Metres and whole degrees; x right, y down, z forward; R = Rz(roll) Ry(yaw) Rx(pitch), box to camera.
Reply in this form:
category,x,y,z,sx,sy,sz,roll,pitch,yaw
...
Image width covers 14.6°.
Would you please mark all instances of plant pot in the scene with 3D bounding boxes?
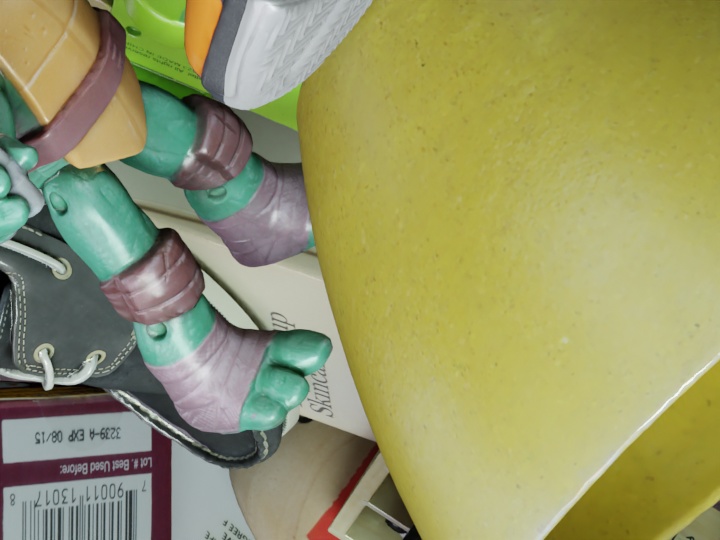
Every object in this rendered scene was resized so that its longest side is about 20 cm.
category,x,y,z,sx,sy,sz,roll,pitch,yaw
plant pot,0.065,-0.021,0.746,0.142,0.200,0.200,50,156,16

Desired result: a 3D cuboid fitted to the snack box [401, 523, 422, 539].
category,x,y,z,sx,sy,sz,roll,pitch,yaw
snack box,0.056,0.132,0.805,0.116,0.037,0.200,36,-177,-2

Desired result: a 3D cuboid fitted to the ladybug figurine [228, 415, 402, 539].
category,x,y,z,sx,sy,sz,roll,pitch,yaw
ladybug figurine,0.045,0.104,1.017,0.200,0.136,0.072,38,118,-2

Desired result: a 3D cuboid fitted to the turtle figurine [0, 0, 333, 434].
category,x,y,z,sx,sy,sz,roll,pitch,yaw
turtle figurine,-0.074,-0.053,0.754,0.100,0.150,0.200,4,145,41

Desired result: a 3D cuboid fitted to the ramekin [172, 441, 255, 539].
category,x,y,z,sx,sy,sz,roll,pitch,yaw
ramekin,-0.059,0.124,1.066,0.094,0.203,0.202,-25,124,40

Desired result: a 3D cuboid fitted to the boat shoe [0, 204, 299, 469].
category,x,y,z,sx,sy,sz,roll,pitch,yaw
boat shoe,-0.103,0.009,0.884,0.200,0.068,0.072,41,146,-27

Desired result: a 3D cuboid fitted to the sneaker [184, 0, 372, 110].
category,x,y,z,sx,sy,sz,roll,pitch,yaw
sneaker,-0.029,-0.145,0.671,0.112,0.078,0.201,27,117,17

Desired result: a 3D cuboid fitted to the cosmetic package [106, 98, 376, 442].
category,x,y,z,sx,sy,sz,roll,pitch,yaw
cosmetic package,0.000,0.000,0.927,0.199,0.073,0.104,17,151,16

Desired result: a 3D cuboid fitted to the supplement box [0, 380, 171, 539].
category,x,y,z,sx,sy,sz,roll,pitch,yaw
supplement box,-0.175,0.080,0.965,0.199,0.086,0.110,1,180,32

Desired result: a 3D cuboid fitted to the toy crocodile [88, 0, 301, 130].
category,x,y,z,sx,sy,sz,roll,pitch,yaw
toy crocodile,-0.088,-0.096,0.867,0.199,0.062,0.068,21,151,3

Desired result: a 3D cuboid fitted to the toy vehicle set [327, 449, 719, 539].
category,x,y,z,sx,sy,sz,roll,pitch,yaw
toy vehicle set,0.091,0.108,0.902,0.199,0.027,0.124,32,154,2
